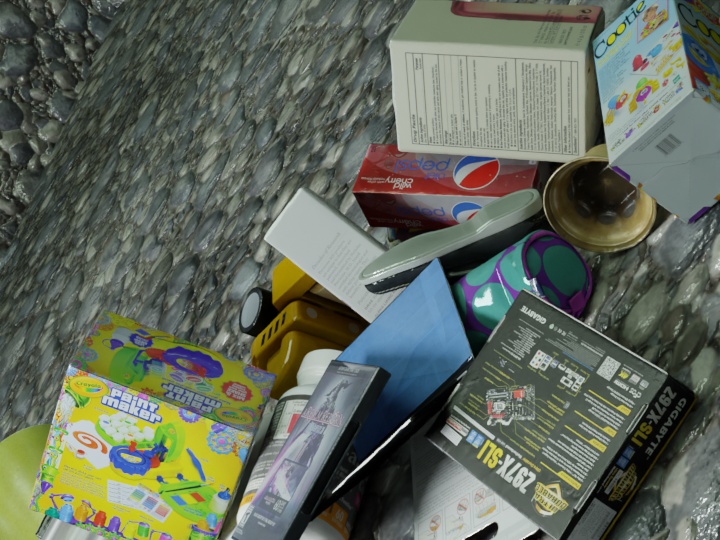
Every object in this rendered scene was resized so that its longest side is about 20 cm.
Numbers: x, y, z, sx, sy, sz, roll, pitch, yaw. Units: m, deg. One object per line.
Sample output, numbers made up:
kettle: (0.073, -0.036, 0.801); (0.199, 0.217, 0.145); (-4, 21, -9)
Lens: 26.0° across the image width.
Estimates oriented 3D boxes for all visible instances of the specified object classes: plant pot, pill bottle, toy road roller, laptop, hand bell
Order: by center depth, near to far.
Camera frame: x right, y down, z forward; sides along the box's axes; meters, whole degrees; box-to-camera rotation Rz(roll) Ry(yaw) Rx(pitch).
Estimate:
laptop: (0.009, 0.112, 1.457); (0.187, 0.116, 0.200); (-47, -10, 35)
hand bell: (0.245, -0.114, 1.495); (0.104, 0.104, 0.200); (-39, 15, 37)
pill bottle: (-0.044, 0.190, 1.602); (0.116, 0.116, 0.201); (-26, 38, 51)
toy road roller: (-0.046, 0.069, 1.773); (0.200, 0.122, 0.147); (-44, 37, 39)
plant pot: (-0.401, 0.334, 2.099); (0.188, 0.187, 0.200); (-56, 37, 1)

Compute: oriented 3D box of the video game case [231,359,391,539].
video game case: (-0.049, 0.176, 1.459); (0.201, 0.019, 0.143); (-61, 16, -10)

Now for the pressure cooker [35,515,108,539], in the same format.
pressure cooker: (-0.295, 0.335, 1.846); (0.201, 0.176, 0.178); (-61, 26, -9)

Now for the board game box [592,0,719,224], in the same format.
board game box: (0.287, -0.158, 1.408); (0.105, 0.103, 0.201); (-43, 26, 32)

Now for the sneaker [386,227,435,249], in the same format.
sneaker: (0.052, -0.012, 1.709); (0.201, 0.090, 0.075); (-59, 22, -7)

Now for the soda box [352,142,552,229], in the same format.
soda box: (0.097, -0.085, 1.625); (0.199, 0.064, 0.070); (4, 56, 26)

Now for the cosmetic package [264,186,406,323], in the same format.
cosmetic package: (0.000, 0.000, 1.627); (0.074, 0.200, 0.102); (-54, -2, 3)

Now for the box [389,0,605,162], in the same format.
box: (0.140, -0.192, 1.571); (0.199, 0.128, 0.109); (6, 35, 17)

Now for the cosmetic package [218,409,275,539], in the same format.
cosmetic package: (-0.092, 0.253, 1.662); (0.051, 0.082, 0.201); (-26, 36, 50)

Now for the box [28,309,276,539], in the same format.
box: (-0.218, 0.180, 1.640); (0.122, 0.199, 0.193); (-71, 3, -62)

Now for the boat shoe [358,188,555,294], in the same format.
boat shoe: (0.096, -0.012, 1.539); (0.199, 0.061, 0.076); (-22, 20, 15)

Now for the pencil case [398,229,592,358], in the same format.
pencil case: (0.125, 0.045, 1.492); (0.200, 0.085, 0.093); (-37, 73, 41)

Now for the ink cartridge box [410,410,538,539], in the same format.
ink cartridge box: (0.112, 0.181, 1.408); (0.162, 0.057, 0.201); (-38, 43, 37)

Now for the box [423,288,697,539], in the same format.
box: (0.161, 0.122, 1.300); (0.160, 0.049, 0.200); (-58, 37, 0)
